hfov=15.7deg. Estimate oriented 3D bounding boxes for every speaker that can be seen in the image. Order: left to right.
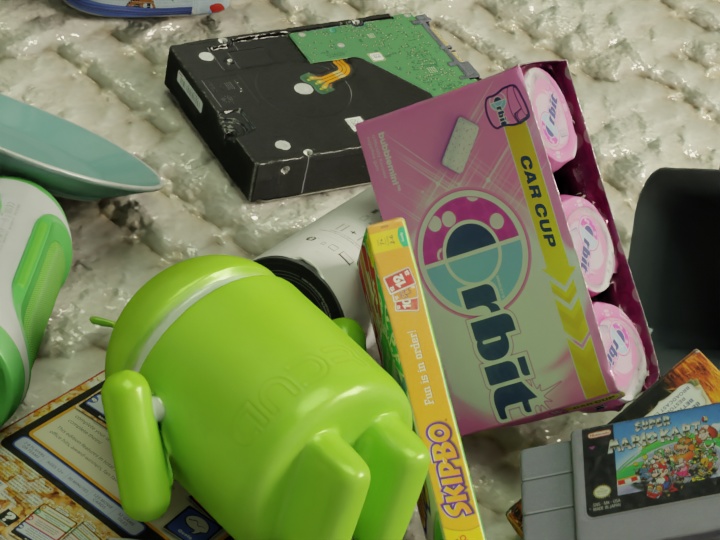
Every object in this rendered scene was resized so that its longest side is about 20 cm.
[{"bbox_3d":[-0.212,0.018,1.452,0.088,0.089,0.200,11,25,-2],"label":"speaker"},{"bbox_3d":[0.000,0.000,1.533,0.081,0.082,0.200,26,27,16],"label":"speaker"}]

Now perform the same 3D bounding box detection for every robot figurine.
[{"bbox_3d":[-0.053,0.070,1.354,0.175,0.116,0.200,-15,44,-41],"label":"robot figurine"}]

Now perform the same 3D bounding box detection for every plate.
[{"bbox_3d":[-0.217,-0.080,1.600,0.199,0.026,0.200,23,9,-4],"label":"plate"}]

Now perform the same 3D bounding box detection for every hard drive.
[{"bbox_3d":[-0.014,-0.111,1.738,0.199,0.038,0.140,-12,44,-28],"label":"hard drive"}]

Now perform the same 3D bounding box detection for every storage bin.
[{"bbox_3d":[0.262,0.003,1.551,0.133,0.147,0.200,8,0,-22],"label":"storage bin"}]

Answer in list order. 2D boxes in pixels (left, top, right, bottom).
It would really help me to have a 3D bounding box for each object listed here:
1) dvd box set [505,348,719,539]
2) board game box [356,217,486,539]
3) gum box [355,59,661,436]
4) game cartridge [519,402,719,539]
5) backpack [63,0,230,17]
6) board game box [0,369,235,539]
[{"bbox_3d":[0.190,0.154,1.402,0.146,0.029,0.200,-39,53,-2],"label":"dvd box set"},{"bbox_3d":[0.035,0.079,1.394,0.030,0.096,0.202,-16,80,-6],"label":"board game box"},{"bbox_3d":[0.085,-0.007,1.485,0.113,0.202,0.066,-17,-1,31],"label":"gum box"},{"bbox_3d":[0.181,0.133,1.379,0.198,0.038,0.131,-13,60,18],"label":"game cartridge"},{"bbox_3d":[-0.164,-0.267,1.802,0.189,0.155,0.200,2,32,-26],"label":"backpack"},{"bbox_3d":[-0.114,0.122,1.406,0.151,0.047,0.199,34,42,26],"label":"board game box"}]
